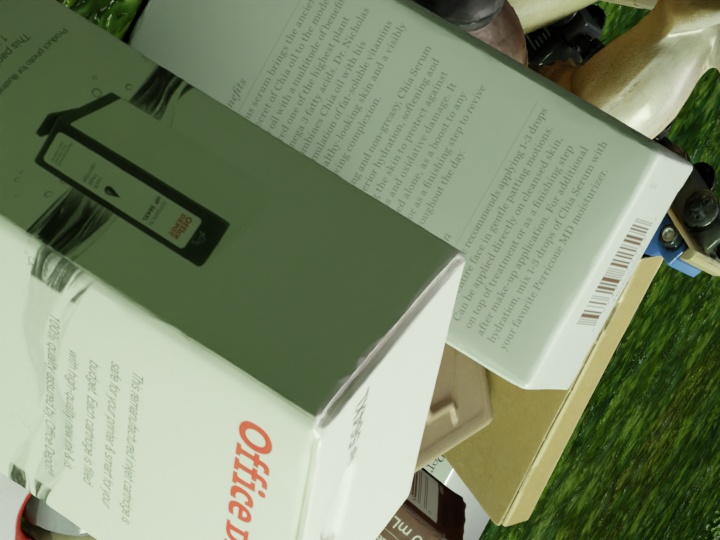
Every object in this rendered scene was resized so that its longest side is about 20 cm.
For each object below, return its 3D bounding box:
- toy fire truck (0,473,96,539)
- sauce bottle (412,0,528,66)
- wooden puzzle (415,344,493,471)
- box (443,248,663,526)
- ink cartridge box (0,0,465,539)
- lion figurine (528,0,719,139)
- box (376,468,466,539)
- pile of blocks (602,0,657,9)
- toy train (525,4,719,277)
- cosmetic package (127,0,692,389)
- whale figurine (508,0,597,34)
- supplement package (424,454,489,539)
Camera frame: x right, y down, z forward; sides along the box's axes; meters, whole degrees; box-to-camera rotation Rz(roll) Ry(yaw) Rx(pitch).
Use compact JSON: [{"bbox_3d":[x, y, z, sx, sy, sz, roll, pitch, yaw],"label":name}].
[{"bbox_3d":[-0.073,0.080,1.114,0.200,0.112,0.169,-25,133,-37],"label":"toy fire truck"},{"bbox_3d":[0.035,-0.071,1.210,0.065,0.065,0.200,-48,157,-34],"label":"sauce bottle"},{"bbox_3d":[0.000,0.000,1.344,0.200,0.046,0.186,-29,111,-68],"label":"wooden puzzle"},{"bbox_3d":[0.060,0.002,1.435,0.021,0.164,0.200,-17,146,-33],"label":"box"},{"bbox_3d":[-0.076,0.011,0.947,0.084,0.200,0.146,-48,163,-32],"label":"ink cartridge box"},{"bbox_3d":[0.120,-0.083,1.281,0.200,0.072,0.123,-30,-147,23],"label":"lion figurine"},{"bbox_3d":[-0.052,0.159,1.405,0.200,0.100,0.075,-48,-170,16],"label":"box"},{"bbox_3d":[0.155,-0.202,1.488,0.200,0.062,0.082,83,24,-56],"label":"pile of blocks"},{"bbox_3d":[0.114,-0.068,1.349,0.046,0.200,0.034,-43,143,18],"label":"toy train"},{"bbox_3d":[0.011,-0.048,1.114,0.102,0.200,0.071,-60,165,7],"label":"cosmetic package"},{"bbox_3d":[0.056,-0.153,1.289,0.199,0.104,0.159,-25,-178,-27],"label":"whale figurine"},{"bbox_3d":[-0.008,0.139,1.602,0.201,0.111,0.156,-63,165,15],"label":"supplement package"}]
